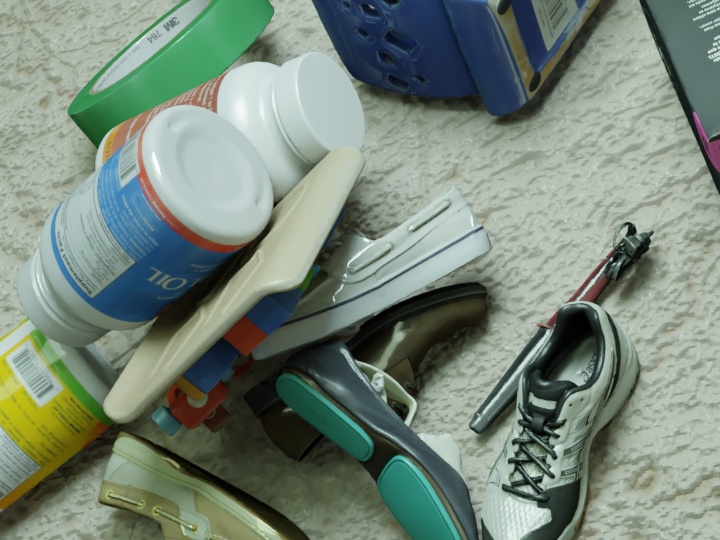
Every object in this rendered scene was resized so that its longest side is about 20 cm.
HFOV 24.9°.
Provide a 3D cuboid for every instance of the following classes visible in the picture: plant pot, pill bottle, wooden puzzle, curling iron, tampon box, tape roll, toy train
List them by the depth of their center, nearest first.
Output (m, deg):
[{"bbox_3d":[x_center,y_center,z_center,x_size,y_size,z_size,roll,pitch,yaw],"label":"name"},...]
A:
[{"bbox_3d":[-0.080,0.016,1.159,0.200,0.046,0.185,-37,16,34],"label":"wooden puzzle"},{"bbox_3d":[0.291,-0.147,1.179,0.126,0.150,0.200,-22,52,11],"label":"tampon box"},{"bbox_3d":[-0.164,-0.024,1.193,0.200,0.112,0.112,-36,44,38],"label":"pill bottle"},{"bbox_3d":[0.145,0.039,1.198,0.026,0.050,0.200,41,87,18],"label":"curling iron"},{"bbox_3d":[-0.099,-0.093,1.261,0.200,0.112,0.112,-21,51,33],"label":"pill bottle"},{"bbox_3d":[-0.080,0.053,1.265,0.200,0.056,0.150,-46,15,-7],"label":"toy train"},{"bbox_3d":[-0.295,0.128,1.313,0.200,0.111,0.111,-38,51,0],"label":"pill bottle"},{"bbox_3d":[0.087,-0.254,1.318,0.180,0.200,0.200,27,73,29],"label":"plant pot"},{"bbox_3d":[-0.167,-0.185,1.432,0.200,0.048,0.201,-34,19,14],"label":"tape roll"}]

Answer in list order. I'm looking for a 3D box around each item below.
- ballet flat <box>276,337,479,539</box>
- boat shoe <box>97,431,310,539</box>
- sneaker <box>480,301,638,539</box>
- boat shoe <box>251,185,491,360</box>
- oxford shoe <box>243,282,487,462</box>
[{"bbox_3d":[0.028,0.124,1.158,0.073,0.073,0.200,-44,81,-6],"label":"ballet flat"},{"bbox_3d":[-0.118,0.189,1.219,0.200,0.074,0.066,24,85,37],"label":"boat shoe"},{"bbox_3d":[0.126,0.111,1.133,0.076,0.088,0.200,12,67,30],"label":"sneaker"},{"bbox_3d":[0.000,0.000,1.196,0.200,0.072,0.066,-27,89,-11],"label":"boat shoe"},{"bbox_3d":[0.018,0.078,1.231,0.200,0.073,0.085,-32,79,-4],"label":"oxford shoe"}]
